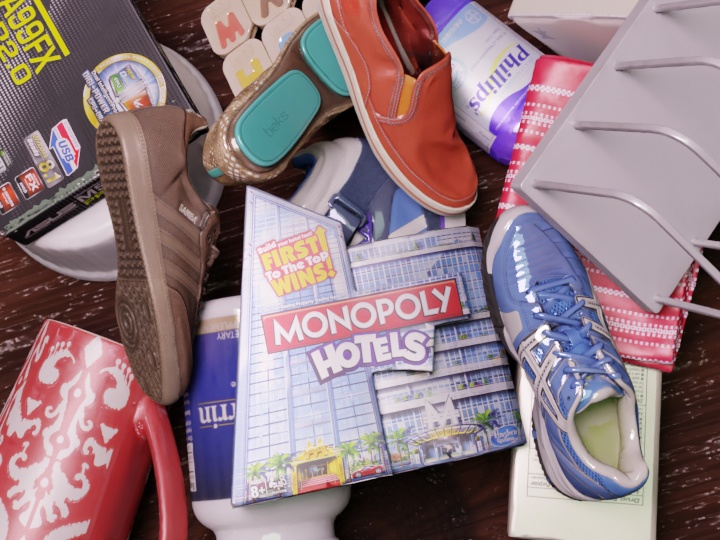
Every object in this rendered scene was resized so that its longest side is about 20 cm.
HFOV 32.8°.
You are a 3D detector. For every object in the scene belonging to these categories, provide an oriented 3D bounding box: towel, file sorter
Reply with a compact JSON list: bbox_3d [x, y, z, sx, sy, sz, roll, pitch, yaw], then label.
[{"bbox_3d":[0.169,-0.044,0.846,0.144,0.022,0.201,13,83,10],"label":"towel"},{"bbox_3d":[0.221,-0.085,0.746,0.139,0.124,0.200,39,82,-23],"label":"file sorter"}]

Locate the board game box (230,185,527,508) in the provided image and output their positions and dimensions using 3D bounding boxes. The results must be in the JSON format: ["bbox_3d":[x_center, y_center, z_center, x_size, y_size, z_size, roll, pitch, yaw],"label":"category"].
[{"bbox_3d":[-0.005,0.036,0.804,0.199,0.062,0.201,-12,82,-5],"label":"board game box"}]

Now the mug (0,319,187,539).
[{"bbox_3d":[-0.195,0.154,0.887,0.177,0.133,0.201,19,80,3],"label":"mug"}]

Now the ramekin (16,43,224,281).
[{"bbox_3d":[-0.207,-0.097,0.935,0.199,0.098,0.202,-1,81,7],"label":"ramekin"}]

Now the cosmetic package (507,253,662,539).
[{"bbox_3d":[0.160,0.092,0.874,0.104,0.071,0.201,5,82,7],"label":"cosmetic package"}]

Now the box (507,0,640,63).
[{"bbox_3d":[0.214,-0.245,0.874,0.128,0.109,0.201,15,83,50],"label":"box"}]

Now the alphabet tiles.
[{"bbox_3d":[-0.031,-0.216,0.937,0.199,0.015,0.196,-33,66,17],"label":"alphabet tiles"}]

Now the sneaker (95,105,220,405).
[{"bbox_3d":[-0.122,-0.010,0.820,0.075,0.070,0.201,-15,109,-32],"label":"sneaker"}]

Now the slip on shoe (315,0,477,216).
[{"bbox_3d":[0.035,-0.125,0.833,0.061,0.074,0.201,-6,119,40],"label":"slip on shoe"}]

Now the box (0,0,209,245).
[{"bbox_3d":[-0.225,-0.144,0.872,0.160,0.044,0.201,-31,79,2],"label":"box"}]

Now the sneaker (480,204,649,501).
[{"bbox_3d":[0.137,0.052,0.780,0.075,0.077,0.201,-22,94,-16],"label":"sneaker"}]

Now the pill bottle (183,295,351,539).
[{"bbox_3d":[-0.066,0.122,0.876,0.115,0.116,0.201,-7,81,6],"label":"pill bottle"}]

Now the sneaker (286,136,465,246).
[{"bbox_3d":[0.000,0.000,0.886,0.145,0.081,0.201,5,73,-12],"label":"sneaker"}]

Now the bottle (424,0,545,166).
[{"bbox_3d":[0.117,-0.122,0.914,0.200,0.065,0.084,40,87,11],"label":"bottle"}]

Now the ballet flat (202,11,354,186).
[{"bbox_3d":[-0.044,-0.124,0.843,0.071,0.065,0.200,54,50,-11],"label":"ballet flat"}]
